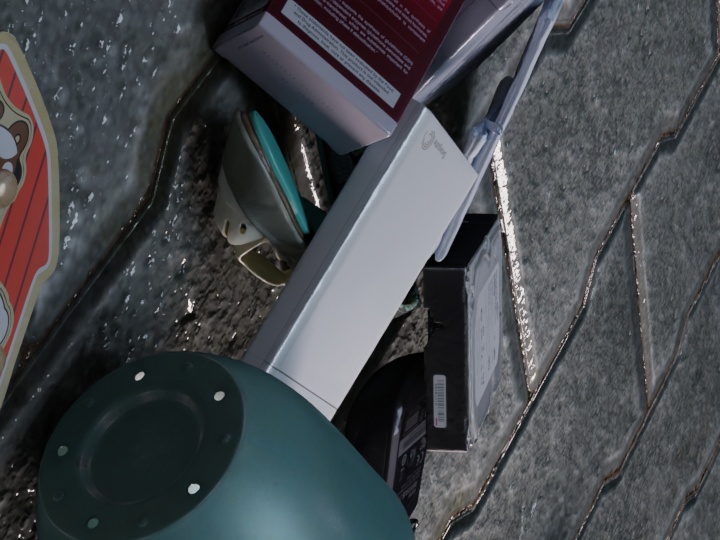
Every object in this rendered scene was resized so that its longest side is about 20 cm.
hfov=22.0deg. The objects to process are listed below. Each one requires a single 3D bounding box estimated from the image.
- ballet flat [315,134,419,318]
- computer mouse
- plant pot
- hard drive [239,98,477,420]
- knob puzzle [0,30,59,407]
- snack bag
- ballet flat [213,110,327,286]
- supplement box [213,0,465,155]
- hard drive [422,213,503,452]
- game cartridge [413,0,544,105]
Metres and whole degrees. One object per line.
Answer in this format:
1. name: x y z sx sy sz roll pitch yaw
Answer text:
1. ballet flat: 0.010 -0.043 1.257 0.074 0.074 0.201 -55 153 -34
2. computer mouse: 0.011 0.152 1.399 0.138 0.052 0.201 -22 125 -65
3. plant pot: -0.088 0.141 1.036 0.201 0.200 0.161 -60 140 -28
4. hard drive: 0.000 0.000 1.167 0.201 0.027 0.132 -59 157 -5
5. knob puzzle: -0.196 -0.018 0.896 0.220 0.030 0.221 -42 140 -49
6. snack bag: 0.101 -0.118 1.345 0.189 0.021 0.201 -59 174 -68
7. ballet flat: -0.056 -0.029 1.145 0.068 0.063 0.200 68 8 29
8. supplement box: 0.007 -0.184 1.125 0.109 0.061 0.201 39 64 -21
9. hard drive: 0.081 0.042 1.408 0.200 0.038 0.141 -49 139 -74
10. game cartridge: 0.081 -0.172 1.241 0.133 0.040 0.200 -42 179 -44
